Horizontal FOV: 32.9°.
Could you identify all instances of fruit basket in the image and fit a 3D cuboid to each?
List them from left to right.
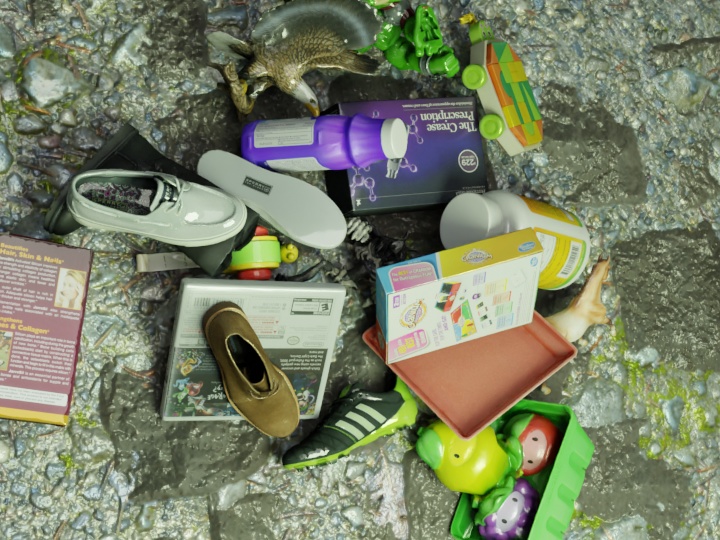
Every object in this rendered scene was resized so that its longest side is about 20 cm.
[{"bbox_3d":[0.177,0.252,1.552,0.215,0.155,0.216,-2,92,-39],"label":"fruit basket"}]

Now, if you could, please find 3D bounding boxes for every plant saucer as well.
[{"bbox_3d":[0.138,0.102,1.556,0.200,0.037,0.200,-35,62,-21],"label":"plant saucer"}]

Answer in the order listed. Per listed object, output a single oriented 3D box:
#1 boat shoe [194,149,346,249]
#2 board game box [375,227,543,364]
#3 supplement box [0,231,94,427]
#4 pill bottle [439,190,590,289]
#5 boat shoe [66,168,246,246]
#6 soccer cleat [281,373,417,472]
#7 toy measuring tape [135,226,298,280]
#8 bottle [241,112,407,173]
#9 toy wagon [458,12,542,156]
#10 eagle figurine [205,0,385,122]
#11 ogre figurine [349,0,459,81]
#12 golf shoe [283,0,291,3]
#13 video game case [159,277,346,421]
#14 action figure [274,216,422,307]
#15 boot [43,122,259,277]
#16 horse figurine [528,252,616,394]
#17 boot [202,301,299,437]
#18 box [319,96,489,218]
[{"bbox_3d":[-0.108,-0.084,1.476,0.200,0.057,0.069,28,73,2],"label":"boat shoe"},{"bbox_3d":[0.119,0.032,1.490,0.200,0.153,0.040,-15,54,-11],"label":"board game box"},{"bbox_3d":[-0.372,0.068,1.357,0.110,0.086,0.200,10,80,-22],"label":"supplement box"},{"bbox_3d":[0.197,-0.042,1.572,0.200,0.111,0.111,12,78,-44],"label":"pill bottle"},{"bbox_3d":[-0.224,-0.073,1.348,0.200,0.072,0.070,5,72,-10],"label":"boat shoe"},{"bbox_3d":[-0.019,0.188,1.512,0.200,0.067,0.081,-20,86,-31],"label":"soccer cleat"},{"bbox_3d":[-0.166,-0.018,1.467,0.200,0.074,0.074,-3,85,-24],"label":"toy measuring tape"},{"bbox_3d":[-0.043,-0.154,1.470,0.083,0.200,0.065,4,85,-64],"label":"bottle"},{"bbox_3d":[0.184,-0.252,1.622,0.155,0.040,0.200,-22,93,-61],"label":"toy wagon"},{"bbox_3d":[-0.077,-0.260,1.495,0.200,0.152,0.151,-35,123,-7],"label":"eagle figurine"},{"bbox_3d":[0.037,-0.322,1.567,0.200,0.120,0.098,28,77,-17],"label":"ogre figurine"},{"bbox_3d":[-0.145,-0.399,1.524,0.200,0.078,0.097,20,82,-19],"label":"golf shoe"},{"bbox_3d":[-0.128,0.096,1.446,0.200,0.023,0.182,2,115,-24],"label":"video game case"},{"bbox_3d":[0.000,0.000,1.521,0.200,0.102,0.119,-29,88,-22],"label":"action figure"},{"bbox_3d":[-0.240,-0.055,1.413,0.200,0.066,0.165,37,72,1],"label":"boot"},{"bbox_3d":[0.273,0.084,1.622,0.200,0.050,0.133,-36,141,-13],"label":"horse figurine"},{"bbox_3d":[-0.121,0.133,1.411,0.074,0.075,0.200,-31,125,-7],"label":"boot"},{"bbox_3d":[0.056,-0.147,1.578,0.200,0.079,0.141,-7,89,-24],"label":"box"}]
